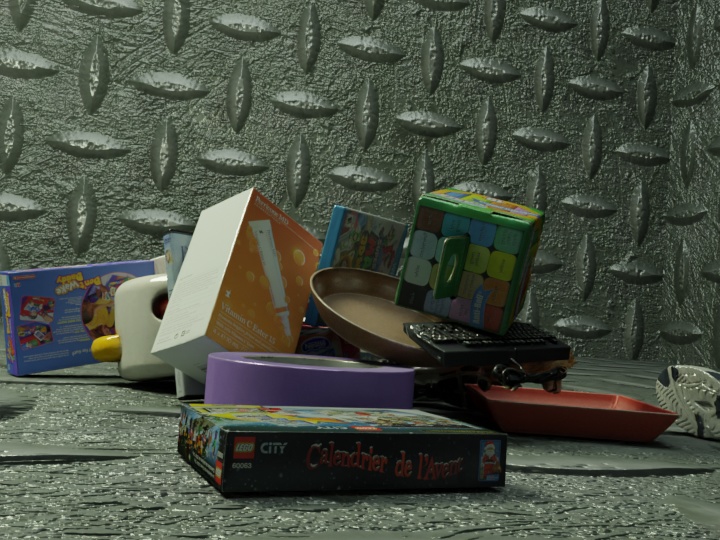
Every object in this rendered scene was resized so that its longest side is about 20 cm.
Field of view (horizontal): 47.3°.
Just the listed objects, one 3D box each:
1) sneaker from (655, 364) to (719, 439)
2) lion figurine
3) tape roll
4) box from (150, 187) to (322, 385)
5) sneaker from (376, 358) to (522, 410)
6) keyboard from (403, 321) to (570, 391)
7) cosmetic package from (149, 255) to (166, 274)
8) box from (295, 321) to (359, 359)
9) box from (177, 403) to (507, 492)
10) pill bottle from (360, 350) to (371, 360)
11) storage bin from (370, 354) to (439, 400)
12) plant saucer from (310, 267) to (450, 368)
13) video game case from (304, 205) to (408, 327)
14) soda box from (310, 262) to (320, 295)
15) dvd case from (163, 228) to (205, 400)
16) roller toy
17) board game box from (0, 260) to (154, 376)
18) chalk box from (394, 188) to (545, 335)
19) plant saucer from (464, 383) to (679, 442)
[{"bbox_3d":[0.454,0.157,0.949,0.129,0.080,0.199,8,-4,-32],"label":"sneaker"},{"bbox_3d":[0.145,0.099,0.979,0.200,0.073,0.122,12,17,41],"label":"lion figurine"},{"bbox_3d":[-0.049,0.119,0.793,0.199,0.066,0.200,4,-4,0],"label":"tape roll"},{"bbox_3d":[-0.136,0.028,0.947,0.097,0.200,0.124,-19,-44,38],"label":"box"},{"bbox_3d":[0.111,0.134,1.081,0.199,0.077,0.085,4,6,10],"label":"sneaker"},{"bbox_3d":[0.147,0.081,0.841,0.200,0.021,0.127,1,26,-40],"label":"keyboard"},{"bbox_3d":[-0.197,-0.014,1.216,0.199,0.074,0.102,-18,2,5],"label":"cosmetic package"},{"bbox_3d":[-0.059,0.118,1.106,0.099,0.096,0.200,5,-3,-5],"label":"box"},{"bbox_3d":[-0.017,0.123,0.584,0.199,0.038,0.137,5,-3,-23],"label":"box"},{"bbox_3d":[-0.050,0.130,1.551,0.199,0.120,0.120,5,-3,-3],"label":"pill bottle"},{"bbox_3d":[0.126,0.140,1.224,0.199,0.094,0.135,5,-3,-29],"label":"storage bin"},{"bbox_3d":[0.036,0.053,0.894,0.200,0.035,0.200,17,17,-5],"label":"plant saucer"},{"bbox_3d":[0.000,0.000,1.035,0.018,0.144,0.200,16,4,24],"label":"video game case"},{"bbox_3d":[-0.097,0.033,1.140,0.064,0.068,0.200,-9,-2,-23],"label":"soda box"},{"bbox_3d":[-0.167,0.054,0.993,0.018,0.201,0.142,-20,-18,39],"label":"dvd case"},{"bbox_3d":[-0.228,0.082,1.077,0.182,0.140,0.200,-11,-11,34],"label":"roller toy"},{"bbox_3d":[-0.378,0.060,1.123,0.200,0.135,0.045,-6,5,-39],"label":"board game box"},{"bbox_3d":[0.119,-0.012,0.888,0.124,0.125,0.200,16,13,14],"label":"chalk box"},{"bbox_3d":[0.226,0.160,0.932,0.199,0.037,0.200,5,-3,0],"label":"plant saucer"}]
